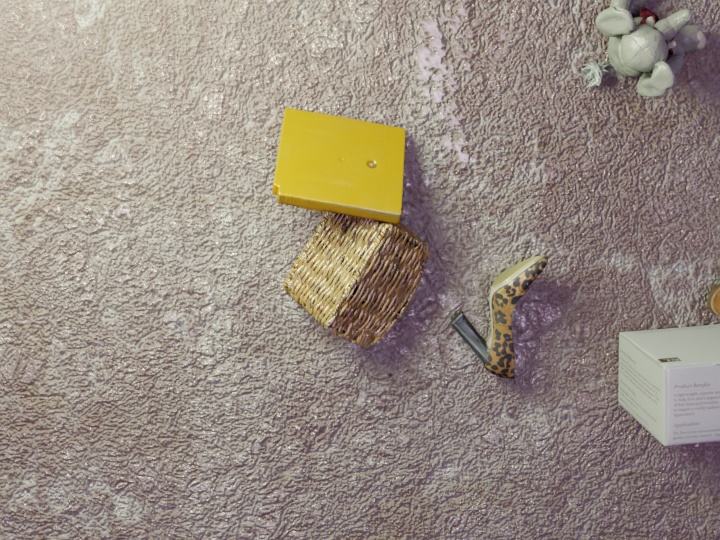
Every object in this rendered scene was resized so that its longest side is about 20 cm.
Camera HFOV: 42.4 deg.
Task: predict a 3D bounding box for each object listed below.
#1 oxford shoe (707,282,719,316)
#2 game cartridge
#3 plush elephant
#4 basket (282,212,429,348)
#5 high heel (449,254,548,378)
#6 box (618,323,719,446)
[{"bbox_3d":[0.665,0.004,1.528,0.071,0.071,0.201,40,93,-9],"label":"oxford shoe"},{"bbox_3d":[-0.030,-0.161,1.420,0.196,0.033,0.179,9,55,-5],"label":"game cartridge"},{"bbox_3d":[0.441,-0.355,1.424,0.199,0.155,0.165,-40,101,2],"label":"plush elephant"},{"bbox_3d":[0.000,0.000,1.490,0.142,0.149,0.202,26,98,-43],"label":"basket"},{"bbox_3d":[0.262,0.078,1.520,0.199,0.071,0.143,-41,95,19],"label":"high heel"},{"bbox_3d":[0.545,0.180,1.507,0.194,0.200,0.134,-4,102,-5],"label":"box"}]
